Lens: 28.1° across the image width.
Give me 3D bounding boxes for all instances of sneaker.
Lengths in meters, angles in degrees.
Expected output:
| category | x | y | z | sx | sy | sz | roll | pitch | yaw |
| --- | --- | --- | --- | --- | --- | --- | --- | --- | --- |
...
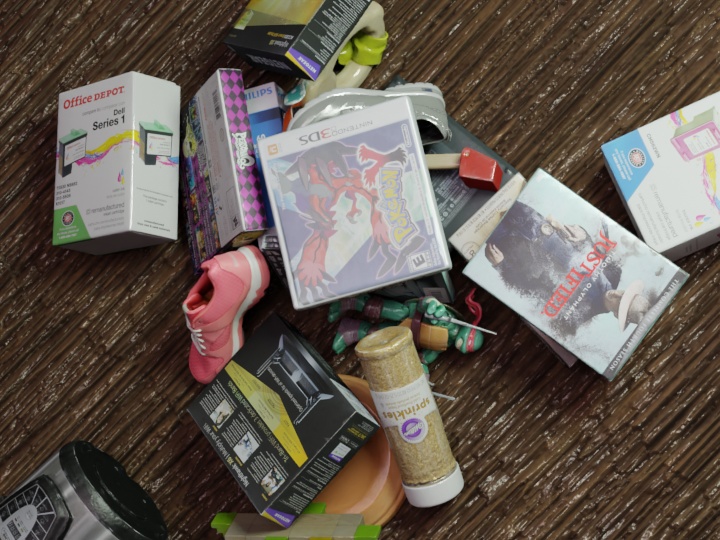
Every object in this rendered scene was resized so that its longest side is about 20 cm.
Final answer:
| category | x | y | z | sx | sy | sz | roll | pitch | yaw |
| --- | --- | --- | --- | --- | --- | --- | --- | --- | --- |
| sneaker | 0.011 | -0.165 | 1.654 | 0.200 | 0.075 | 0.082 | -15 | 49 | -12 |
| sneaker | -0.180 | 0.053 | 1.694 | 0.074 | 0.087 | 0.200 | 49 | 130 | 35 |

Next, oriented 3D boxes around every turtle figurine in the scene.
| category | x | y | z | sx | sy | sz | roll | pitch | yaw |
| --- | --- | --- | --- | --- | --- | --- | --- | --- | --- |
| turtle figurine | 0.066 | 0.076 | 1.660 | 0.200 | 0.101 | 0.150 | 12 | 123 | 18 |

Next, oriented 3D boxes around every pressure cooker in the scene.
| category | x | y | z | sx | sy | sz | roll | pitch | yaw |
| --- | --- | --- | --- | --- | --- | --- | --- | --- | --- |
| pressure cooker | -0.346 | 0.322 | 1.673 | 0.200 | 0.176 | 0.179 | -42 | 100 | 4 |

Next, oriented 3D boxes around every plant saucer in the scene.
| category | x | y | z | sx | sy | sz | roll | pitch | yaw |
| --- | --- | --- | --- | --- | --- | --- | --- | --- | --- |
| plant saucer | -0.036 | 0.220 | 1.685 | 0.200 | 0.037 | 0.201 | -3 | 79 | 13 |

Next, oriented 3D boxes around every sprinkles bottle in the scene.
| category | x | y | z | sx | sy | sz | roll | pitch | yaw |
| --- | --- | --- | --- | --- | --- | --- | --- | --- | --- |
| sprinkles bottle | 0.055 | 0.164 | 1.610 | 0.068 | 0.068 | 0.200 | -17 | 106 | 10 |

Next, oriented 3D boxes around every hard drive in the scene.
| category | x | y | z | sx | sy | sz | roll | pitch | yaw |
| --- | --- | --- | --- | --- | --- | --- | --- | --- | --- |
| hard drive | 0.073 | -0.123 | 1.726 | 0.200 | 0.033 | 0.140 | 41 | 91 | 17 |

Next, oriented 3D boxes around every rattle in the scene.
| category | x | y | z | sx | sy | sz | roll | pitch | yaw |
| --- | --- | --- | --- | --- | --- | --- | --- | --- | --- |
| rattle | -0.071 | -0.260 | 1.723 | 0.143 | 0.130 | 0.200 | 42 | 71 | 6 |

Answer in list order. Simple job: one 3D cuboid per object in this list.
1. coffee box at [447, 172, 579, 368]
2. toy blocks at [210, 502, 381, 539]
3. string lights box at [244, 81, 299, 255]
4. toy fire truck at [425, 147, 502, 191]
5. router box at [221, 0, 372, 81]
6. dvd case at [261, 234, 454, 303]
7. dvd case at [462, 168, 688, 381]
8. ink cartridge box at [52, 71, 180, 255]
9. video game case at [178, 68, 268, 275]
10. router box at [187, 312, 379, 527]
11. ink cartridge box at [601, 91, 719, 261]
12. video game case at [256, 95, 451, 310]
| category | x | y | z | sx | sy | sz | roll | pitch | yaw |
| --- | --- | --- | --- | --- | --- | --- | --- | --- | --- |
| coffee box | 0.208 | 0.002 | 1.628 | 0.113 | 0.080 | 0.200 | -44 | 82 | 2 |
| toy blocks | -0.066 | 0.348 | 1.631 | 0.199 | 0.100 | 0.137 | -2 | 111 | 14 |
| string lights box | -0.097 | -0.113 | 1.731 | 0.059 | 0.103 | 0.201 | -14 | 77 | 13 |
| toy fire truck | 0.053 | -0.084 | 1.681 | 0.200 | 0.049 | 0.141 | 14 | 83 | 17 |
| router box | -0.066 | -0.308 | 1.687 | 0.157 | 0.052 | 0.200 | -56 | 29 | -5 |
| dvd case | 0.000 | 0.000 | 1.664 | 0.199 | 0.146 | 0.022 | 1 | 64 | 15 |
| dvd case | 0.233 | 0.004 | 1.566 | 0.200 | 0.022 | 0.146 | 37 | 91 | 7 |
| ink cartridge box | -0.300 | -0.130 | 1.771 | 0.145 | 0.084 | 0.201 | -9 | 76 | 38 |
| video game case | -0.173 | -0.114 | 1.722 | 0.036 | 0.181 | 0.201 | -4 | 74 | -27 |
| router box | -0.092 | 0.168 | 1.642 | 0.157 | 0.052 | 0.200 | -47 | 46 | 5 |
| ink cartridge box | 0.392 | -0.112 | 1.617 | 0.200 | 0.085 | 0.145 | -25 | 74 | 7 |
| video game case | -0.009 | -0.074 | 1.590 | 0.182 | 0.023 | 0.201 | -16 | 80 | 12 |
